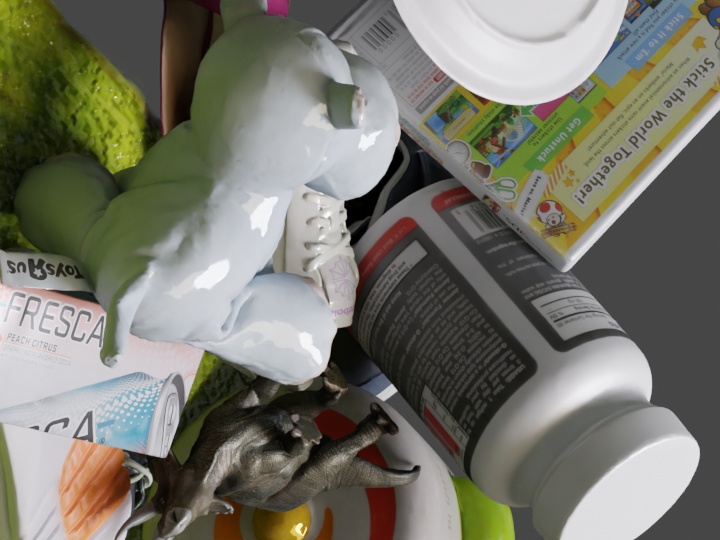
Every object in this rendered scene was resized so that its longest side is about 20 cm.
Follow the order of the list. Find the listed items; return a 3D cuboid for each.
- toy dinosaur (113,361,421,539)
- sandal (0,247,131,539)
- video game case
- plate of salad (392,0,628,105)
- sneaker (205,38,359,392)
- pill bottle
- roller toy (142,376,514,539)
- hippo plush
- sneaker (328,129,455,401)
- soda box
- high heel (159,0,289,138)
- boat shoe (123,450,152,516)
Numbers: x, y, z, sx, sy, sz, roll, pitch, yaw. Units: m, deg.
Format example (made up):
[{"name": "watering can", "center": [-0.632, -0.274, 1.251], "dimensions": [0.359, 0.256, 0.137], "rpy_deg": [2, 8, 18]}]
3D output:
[{"name": "toy dinosaur", "center": [-0.046, 0.096, 1.405], "dimensions": [0.102, 0.077, 0.200], "rpy_deg": [-38, 160, 28]}, {"name": "sandal", "center": [-0.171, 0.077, 1.336], "dimensions": [0.079, 0.059, 0.208], "rpy_deg": [-34, 126, -41]}, {"name": "video game case", "center": [0.108, -0.126, 1.438], "dimensions": [0.200, 0.182, 0.023], "rpy_deg": [-45, 173, -22]}, {"name": "plate of salad", "center": [0.071, -0.186, 1.374], "dimensions": [0.199, 0.048, 0.201], "rpy_deg": [4, 84, -42]}, {"name": "sneaker", "center": [-0.027, -0.027, 1.407], "dimensions": [0.075, 0.099, 0.201], "rpy_deg": [-17, 134, -50]}, {"name": "pill bottle", "center": [0.085, 0.054, 1.416], "dimensions": [0.115, 0.200, 0.116], "rpy_deg": [-28, 149, -19]}, {"name": "roller toy", "center": [-0.031, 0.162, 1.530], "dimensions": [0.200, 0.182, 0.140], "rpy_deg": [-48, 155, -4]}, {"name": "hippo plush", "center": [-0.072, -0.054, 1.220], "dimensions": [0.200, 0.159, 0.161], "rpy_deg": [13, 109, -58]}, {"name": "sneaker", "center": [-0.001, -0.002, 1.523], "dimensions": [0.146, 0.077, 0.203], "rpy_deg": [0, 129, -51]}, {"name": "soda box", "center": [-0.163, 0.035, 1.227], "dimensions": [0.200, 0.063, 0.069], "rpy_deg": [18, 92, -52]}, {"name": "high heel", "center": [-0.079, -0.102, 1.263], "dimensions": [0.096, 0.067, 0.200], "rpy_deg": [-53, 154, -8]}, {"name": "boat shoe", "center": [-0.146, 0.119, 1.417], "dimensions": [0.201, 0.060, 0.076], "rpy_deg": [-58, 155, 6]}]
